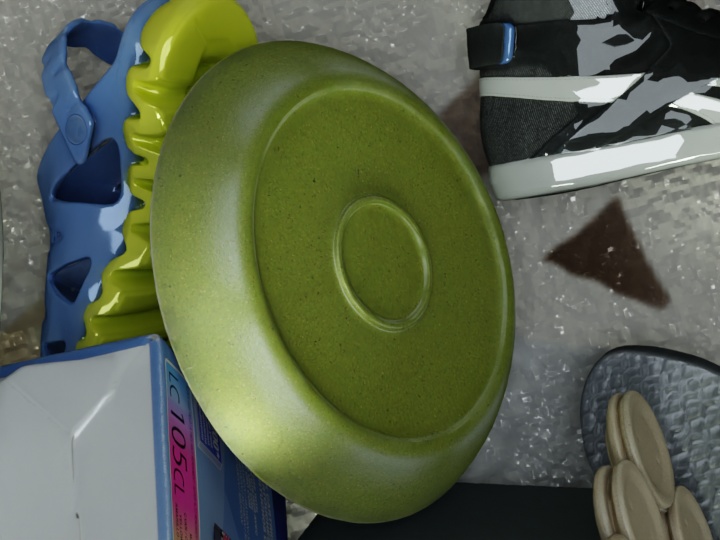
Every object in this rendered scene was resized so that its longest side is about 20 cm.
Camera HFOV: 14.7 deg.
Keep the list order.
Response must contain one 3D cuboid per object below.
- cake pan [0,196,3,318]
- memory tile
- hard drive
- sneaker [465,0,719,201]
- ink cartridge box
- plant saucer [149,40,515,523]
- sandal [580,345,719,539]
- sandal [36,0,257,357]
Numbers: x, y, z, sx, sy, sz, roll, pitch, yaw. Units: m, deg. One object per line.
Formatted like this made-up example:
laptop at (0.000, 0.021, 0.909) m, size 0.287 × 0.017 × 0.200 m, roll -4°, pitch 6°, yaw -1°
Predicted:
cake pan at (-0.180, 0.033, 1.119) m, size 0.037 × 0.200 × 0.201 m, roll 7°, pitch 92°, yaw -18°
memory tile at (0.136, 0.159, 1.116) m, size 0.017 × 0.154 × 0.201 m, roll -19°, pitch 117°, yaw 19°
hard drive at (0.034, 0.129, 1.100) m, size 0.139 × 0.200 × 0.033 m, roll 1°, pitch 106°, yaw 15°
sneaker at (0.143, -0.101, 1.170) m, size 0.199 × 0.073 × 0.113 m, roll -11°, pitch 92°, yaw 0°
ink cartridge box at (-0.079, 0.127, 1.121) m, size 0.076 × 0.200 × 0.137 m, roll -9°, pitch 65°, yaw 11°
plant saucer at (0.000, 0.000, 1.126) m, size 0.031 × 0.200 × 0.201 m, roll -18°, pitch 93°, yaw 43°
sandal at (0.180, 0.096, 1.198) m, size 0.199 × 0.043 × 0.076 m, roll 28°, pitch 101°, yaw -5°
sandal at (-0.102, -0.026, 1.180) m, size 0.087 × 0.079 × 0.201 m, roll 20°, pitch 101°, yaw 36°
